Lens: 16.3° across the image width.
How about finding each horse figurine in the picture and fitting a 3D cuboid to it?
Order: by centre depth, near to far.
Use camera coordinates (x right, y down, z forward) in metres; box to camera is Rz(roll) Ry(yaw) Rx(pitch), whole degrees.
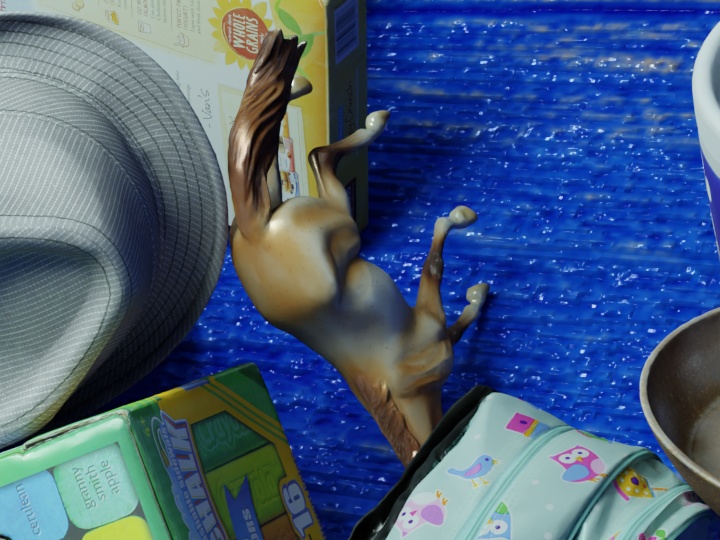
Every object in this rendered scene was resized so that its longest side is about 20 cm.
[{"bbox_3d":[0.000,0.000,1.026,0.050,0.200,0.133,-20,33,36],"label":"horse figurine"}]

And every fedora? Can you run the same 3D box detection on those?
[{"bbox_3d":[-0.146,0.004,0.938,0.199,0.177,0.090,-18,28,2],"label":"fedora"}]

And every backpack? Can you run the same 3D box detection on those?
[{"bbox_3d":[0.044,0.146,0.890,0.126,0.167,0.200,25,64,19],"label":"backpack"}]

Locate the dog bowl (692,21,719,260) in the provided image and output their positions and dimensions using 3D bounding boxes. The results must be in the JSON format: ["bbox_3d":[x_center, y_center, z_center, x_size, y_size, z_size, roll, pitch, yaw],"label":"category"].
[{"bbox_3d":[0.227,-0.050,0.942,0.199,0.079,0.200,-9,32,5],"label":"dog bowl"}]

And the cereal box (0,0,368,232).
[{"bbox_3d":[-0.089,-0.099,1.157,0.199,0.144,0.040,21,43,24],"label":"cereal box"}]

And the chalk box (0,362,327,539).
[{"bbox_3d":[-0.099,0.120,0.941,0.124,0.125,0.200,-21,0,15],"label":"chalk box"}]

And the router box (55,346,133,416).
[{"bbox_3d":[-0.166,0.034,1.113,0.149,0.062,0.200,-30,8,7],"label":"router box"}]

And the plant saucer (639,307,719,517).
[{"bbox_3d":[0.196,0.060,0.883,0.199,0.035,0.200,1,25,-1],"label":"plant saucer"}]
